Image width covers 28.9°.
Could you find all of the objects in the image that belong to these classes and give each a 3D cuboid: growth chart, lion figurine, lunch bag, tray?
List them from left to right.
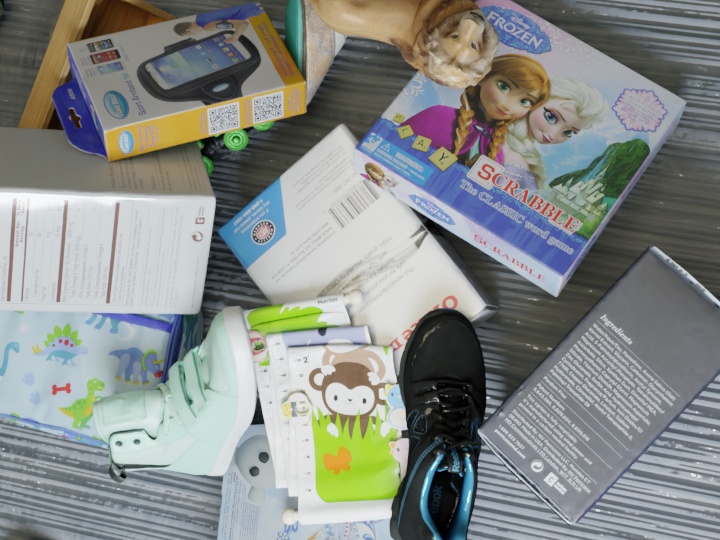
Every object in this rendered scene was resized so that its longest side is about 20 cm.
[{"bbox_3d":[-0.250,0.069,1.256,0.199,0.082,0.161,16,88,13],"label":"lunch bag"},{"bbox_3d":[-0.246,-0.154,1.254,0.037,0.099,0.200,24,94,38],"label":"tray"},{"bbox_3d":[-0.024,0.114,1.145,0.144,0.018,0.201,-16,86,17],"label":"growth chart"},{"bbox_3d":[0.026,-0.212,1.141,0.199,0.073,0.123,14,59,22],"label":"lion figurine"}]

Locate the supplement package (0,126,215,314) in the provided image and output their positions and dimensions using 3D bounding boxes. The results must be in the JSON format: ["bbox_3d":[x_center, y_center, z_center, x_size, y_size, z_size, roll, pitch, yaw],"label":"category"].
[{"bbox_3d":[-0.233,-0.042,1.172,0.199,0.117,0.118,2,121,-16],"label":"supplement package"}]

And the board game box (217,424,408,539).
[{"bbox_3d":[-0.022,0.224,1.165,0.198,0.043,0.201,-5,62,19],"label":"board game box"}]

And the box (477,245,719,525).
[{"bbox_3d":[0.204,0.088,1.105,0.104,0.148,0.200,44,98,12],"label":"box"}]

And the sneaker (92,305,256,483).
[{"bbox_3d":[-0.153,0.105,1.126,0.118,0.201,0.074,0,49,-19],"label":"sneaker"}]

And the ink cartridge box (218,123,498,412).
[{"bbox_3d":[0.000,0.000,1.193,0.145,0.084,0.200,-39,79,10],"label":"ink cartridge box"}]

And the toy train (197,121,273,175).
[{"bbox_3d":[-0.161,-0.104,1.253,0.200,0.042,0.056,-37,113,10],"label":"toy train"}]

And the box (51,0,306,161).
[{"bbox_3d":[-0.158,-0.161,1.184,0.199,0.042,0.119,-15,51,-18],"label":"box"}]

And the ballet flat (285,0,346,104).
[{"bbox_3d":[-0.037,-0.246,1.228,0.067,0.068,0.201,-5,88,-14],"label":"ballet flat"}]

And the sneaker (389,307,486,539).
[{"bbox_3d":[0.070,0.128,1.086,0.073,0.082,0.201,5,82,-14],"label":"sneaker"}]

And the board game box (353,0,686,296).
[{"bbox_3d":[0.131,-0.110,1.144,0.200,0.041,0.200,32,67,13],"label":"board game box"}]

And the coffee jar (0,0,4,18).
[{"bbox_3d":[-0.434,-0.289,1.316,0.104,0.085,0.200,-43,79,12],"label":"coffee jar"}]
